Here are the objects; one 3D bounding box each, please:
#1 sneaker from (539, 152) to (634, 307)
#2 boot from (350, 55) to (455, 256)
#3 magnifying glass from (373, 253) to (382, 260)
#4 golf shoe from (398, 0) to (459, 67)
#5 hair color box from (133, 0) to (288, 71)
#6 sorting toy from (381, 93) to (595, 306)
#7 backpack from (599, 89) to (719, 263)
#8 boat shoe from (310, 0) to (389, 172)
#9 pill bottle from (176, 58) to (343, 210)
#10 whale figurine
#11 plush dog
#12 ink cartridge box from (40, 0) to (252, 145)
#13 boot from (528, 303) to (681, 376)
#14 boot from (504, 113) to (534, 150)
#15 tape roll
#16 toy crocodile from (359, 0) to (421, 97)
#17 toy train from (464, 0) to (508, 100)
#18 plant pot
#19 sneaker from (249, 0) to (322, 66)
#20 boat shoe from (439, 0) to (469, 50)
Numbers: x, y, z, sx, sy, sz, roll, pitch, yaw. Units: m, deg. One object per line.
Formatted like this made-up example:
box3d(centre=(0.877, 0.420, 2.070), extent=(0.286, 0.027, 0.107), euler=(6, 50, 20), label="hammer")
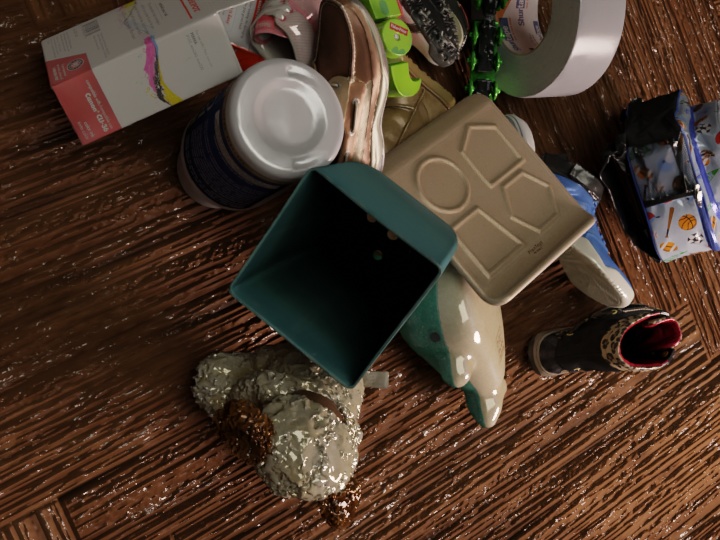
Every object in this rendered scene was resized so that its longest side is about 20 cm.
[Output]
box3d(centre=(0.271, -0.056, 1.265), extent=(0.200, 0.077, 0.111), euler=(43, 69, 2), label="sneaker")
box3d(centre=(0.006, -0.142, 1.138), extent=(0.175, 0.066, 0.200), euler=(31, 67, -15), label="boot")
box3d(centre=(0.000, 0.000, 1.155), extent=(0.079, 0.022, 0.201), euler=(19, 73, -25), label="magnifying glass")
box3d(centre=(0.027, -0.291, 1.159), extent=(0.200, 0.094, 0.078), euler=(53, 35, 3), label="golf shoe")
box3d(centre=(-0.128, -0.267, 1.094), extent=(0.200, 0.061, 0.102), euler=(19, 75, -25), label="hair color box")
box3d(centre=(0.131, -0.078, 1.130), extent=(0.200, 0.036, 0.185), euler=(48, 57, 6), label="sorting toy")
box3d(centre=(0.391, -0.112, 1.298), extent=(0.200, 0.154, 0.191), euler=(-49, 129, -57), label="backpack")
box3d(centre=(-0.020, -0.164, 1.018), extent=(0.072, 0.076, 0.200), euler=(-26, 126, -32), label="boat shoe")
box3d(centre=(-0.106, -0.119, 1.005), extent=(0.111, 0.200, 0.111), euler=(5, 79, -27), label="pill bottle")
box3d(centre=(0.103, 0.077, 1.166), extent=(0.159, 0.104, 0.200), euler=(-65, 141, -53), label="whale figurine")
box3d(centre=(-0.051, 0.145, 0.996), extent=(0.200, 0.160, 0.172), euler=(37, 27, -21), label="plush dog")
box3d(centre=(-0.184, -0.204, 0.976), extent=(0.200, 0.117, 0.068), euler=(-25, 127, -4), label="ink cartridge box")
box3d(centre=(0.315, 0.078, 1.242), extent=(0.200, 0.150, 0.073), euler=(-10, 88, -30), label="boot")
box3d(centre=(0.141, -0.106, 1.197), extent=(0.090, 0.073, 0.200), euler=(21, 55, -26), label="boot")
box3d(centre=(0.208, -0.298, 1.204), extent=(0.066, 0.200, 0.201), euler=(-8, 87, -29), label="tape roll")
box3d(centre=(0.014, -0.274, 1.092), extent=(0.062, 0.067, 0.200), euler=(-22, 97, -36), label="toy crocodile")
box3d(centre=(0.142, -0.261, 1.215), extent=(0.042, 0.056, 0.201), euler=(3, 107, -3), label="toy train")
box3d(centre=(0.004, -0.013, 0.988), extent=(0.141, 0.141, 0.200), euler=(38, 21, 6), label="plant pot")
box3d(centre=(-0.065, -0.280, 1.051), extent=(0.104, 0.075, 0.201), euler=(-19, 98, -35), label="sneaker")
box3d(centre=(0.053, -0.329, 1.205), extent=(0.202, 0.074, 0.063), euler=(56, 20, -2), label="boat shoe")
